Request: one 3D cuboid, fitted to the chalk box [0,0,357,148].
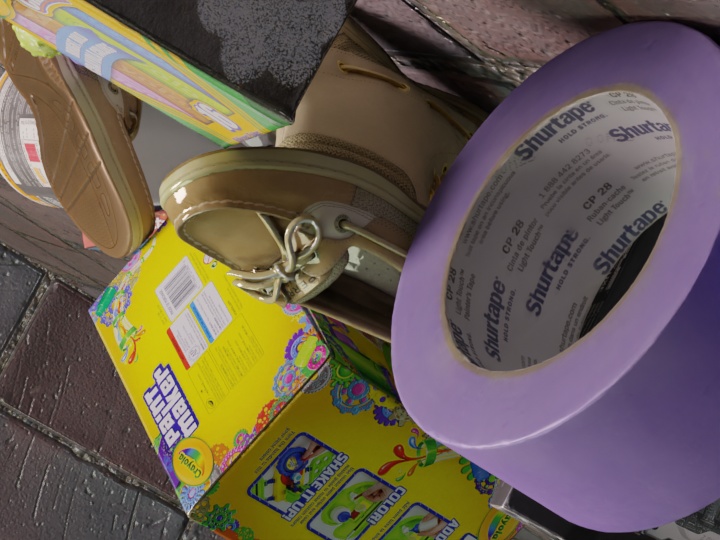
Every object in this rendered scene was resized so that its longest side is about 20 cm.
[{"bbox_3d":[-0.099,-0.156,0.944,0.199,0.125,0.124,31,170,-13],"label":"chalk box"}]

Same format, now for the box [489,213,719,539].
[{"bbox_3d":[0.176,0.060,1.079,0.157,0.201,0.050,29,174,-2],"label":"box"}]

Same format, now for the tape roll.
[{"bbox_3d":[0.110,0.002,0.953,0.085,0.201,0.199,32,170,-31],"label":"tape roll"}]

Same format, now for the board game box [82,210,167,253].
[{"bbox_3d":[-0.071,-0.034,1.484,0.198,0.020,0.103,-8,174,18],"label":"board game box"}]

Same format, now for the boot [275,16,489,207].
[{"bbox_3d":[0.026,-0.038,1.165,0.200,0.073,0.156,38,-154,-30],"label":"boot"}]

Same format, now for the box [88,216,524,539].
[{"bbox_3d":[-0.026,0.075,1.306,0.192,0.122,0.200,34,-166,-37],"label":"box"}]

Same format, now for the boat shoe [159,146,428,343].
[{"bbox_3d":[-0.001,0.001,1.036,0.200,0.064,0.073,22,143,-32],"label":"boat shoe"}]

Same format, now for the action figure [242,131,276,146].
[{"bbox_3d":[-0.048,-0.081,1.245,0.200,0.069,0.130,42,-151,-9],"label":"action figure"}]

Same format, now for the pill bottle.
[{"bbox_3d":[-0.169,-0.095,1.512,0.116,0.117,0.200,32,170,-25],"label":"pill bottle"}]

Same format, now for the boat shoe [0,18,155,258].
[{"bbox_3d":[-0.161,-0.101,1.362,0.201,0.064,0.071,64,145,19],"label":"boat shoe"}]

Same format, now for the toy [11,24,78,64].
[{"bbox_3d":[-0.187,-0.157,1.307,0.199,0.047,0.115,34,-161,-19],"label":"toy"}]
